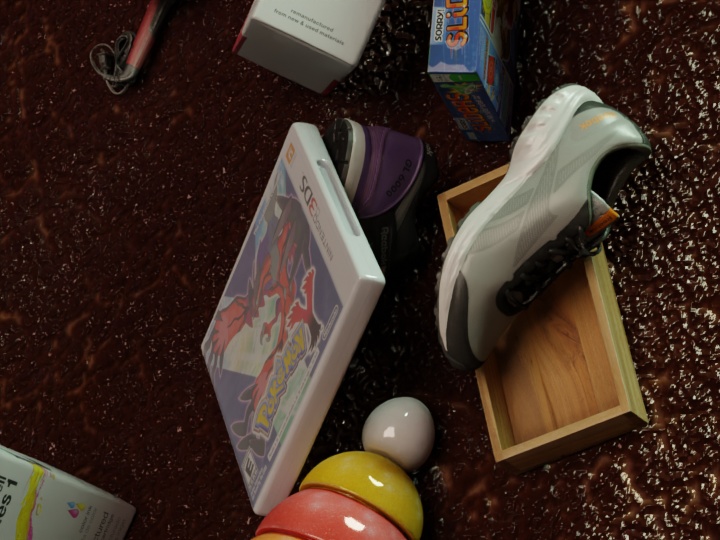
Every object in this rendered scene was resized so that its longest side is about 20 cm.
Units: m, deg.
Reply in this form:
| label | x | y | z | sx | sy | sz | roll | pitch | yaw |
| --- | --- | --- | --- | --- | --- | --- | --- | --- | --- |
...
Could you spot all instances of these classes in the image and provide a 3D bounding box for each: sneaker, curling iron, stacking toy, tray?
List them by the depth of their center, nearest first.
| label | x | y | z | sx | sy | sz | roll | pitch | yaw |
| --- | --- | --- | --- | --- | --- | --- | --- | --- | --- |
| sneaker | 0.115 | -0.022 | 1.403 | 0.079 | 0.074 | 0.201 | 29 | 88 | 31 |
| stacking toy | -0.005 | 0.171 | 1.432 | 0.145 | 0.146 | 0.201 | 11 | 58 | 34 |
| tray | 0.119 | 0.024 | 1.446 | 0.098 | 0.037 | 0.201 | -23 | 62 | 22 |
| sneaker | 0.000 | 0.000 | 1.506 | 0.076 | 0.087 | 0.201 | -124 | 48 | -60 |
| curling iron | -0.158 | -0.233 | 1.724 | 0.049 | 0.026 | 0.201 | 21 | 83 | 33 |

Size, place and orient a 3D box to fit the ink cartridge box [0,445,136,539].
| label | x | y | z | sx | sy | sz | roll | pitch | yaw |
| --- | --- | --- | --- | --- | --- | --- | --- | --- | --- |
| ink cartridge box | -0.268 | 0.194 | 1.514 | 0.084 | 0.200 | 0.146 | 20 | 82 | 36 |

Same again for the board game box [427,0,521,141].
| label | x | y | z | sx | sy | sz | roll | pitch | yaw |
| --- | --- | --- | --- | --- | --- | --- | --- | --- | --- |
| board game box | 0.083 | -0.205 | 1.489 | 0.034 | 0.135 | 0.202 | 1 | 74 | 15 |

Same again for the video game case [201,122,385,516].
| label | x | y | z | sx | sy | sz | roll | pitch | yaw |
| --- | --- | --- | --- | --- | --- | --- | --- | --- | --- |
| video game case | -0.051 | 0.031 | 1.469 | 0.183 | 0.023 | 0.201 | -114 | 40 | -50 |

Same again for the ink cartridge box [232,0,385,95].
| label | x | y | z | sx | sy | sz | roll | pitch | yaw |
| --- | --- | --- | --- | --- | --- | --- | --- | --- | --- |
| ink cartridge box | -0.010 | -0.240 | 1.556 | 0.082 | 0.146 | 0.201 | 24 | 83 | -6 |
